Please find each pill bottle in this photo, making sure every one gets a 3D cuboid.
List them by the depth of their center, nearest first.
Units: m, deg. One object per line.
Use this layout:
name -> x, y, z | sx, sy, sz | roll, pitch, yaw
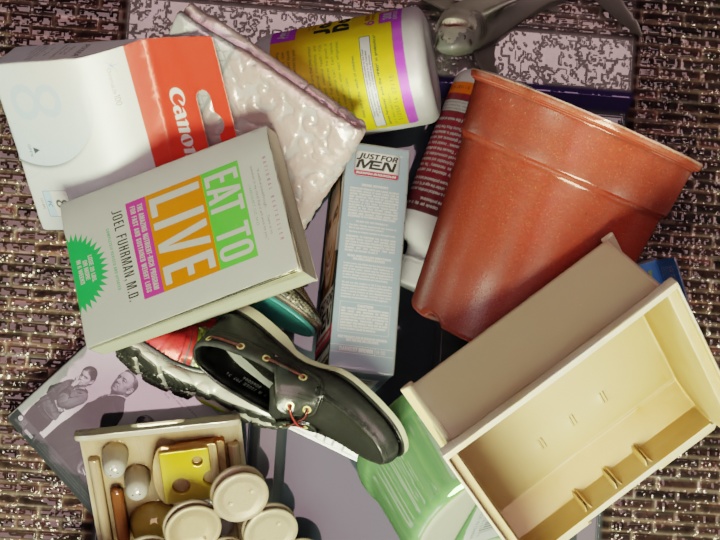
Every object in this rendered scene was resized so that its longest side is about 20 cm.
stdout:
pill bottle -> -0.032, -0.167, 1.201 | 0.197, 0.104, 0.106 | -9, 89, 9
pill bottle -> 0.102, -0.069, 1.212 | 0.112, 0.113, 0.202 | 23, 87, -3

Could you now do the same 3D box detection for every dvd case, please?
dvd case -> -0.200, 0.122, 1.228 | 0.200, 0.025, 0.151 | -42, 91, -2

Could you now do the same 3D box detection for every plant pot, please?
plant pot -> 0.142, -0.033, 1.079 | 0.199, 0.201, 0.197 | 23, 97, -3

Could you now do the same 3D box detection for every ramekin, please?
ramekin -> 0.105, 0.171, 1.154 | 0.198, 0.201, 0.098 | -26, 54, -4

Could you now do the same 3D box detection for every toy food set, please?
toy food set -> -0.166, 0.220, 1.181 | 0.142, 0.061, 0.202 | -6, 116, -5

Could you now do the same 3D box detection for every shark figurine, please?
shark figurine -> 0.145, -0.225, 1.251 | 0.212, 0.128, 0.091 | -19, 116, -21

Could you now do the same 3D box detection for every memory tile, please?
memory tile -> -0.139, 0.269, 1.176 | 0.199, 0.017, 0.154 | -36, 122, 2

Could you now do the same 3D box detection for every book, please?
book -> -0.148, -0.025, 1.128 | 0.198, 0.048, 0.135 | -20, 73, 13

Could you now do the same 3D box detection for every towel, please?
towel -> -0.115, -0.107, 1.179 | 0.190, 0.032, 0.201 | 35, 130, -2

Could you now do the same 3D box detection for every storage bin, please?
storage bin -> 0.165, 0.113, 1.002 | 0.199, 0.094, 0.199 | -36, 125, -2

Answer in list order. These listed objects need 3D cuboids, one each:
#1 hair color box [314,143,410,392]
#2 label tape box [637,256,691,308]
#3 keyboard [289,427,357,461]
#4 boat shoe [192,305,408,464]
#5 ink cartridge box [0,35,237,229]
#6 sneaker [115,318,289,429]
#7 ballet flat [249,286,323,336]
hair color box -> 0.000, 0.000, 1.186 | 0.060, 0.099, 0.203 | 8, 74, -9
label tape box -> 0.236, 0.068, 1.174 | 0.063, 0.200, 0.146 | -17, 89, -5
keyboard -> -0.022, 0.138, 1.249 | 0.198, 0.011, 0.057 | 26, 87, -2
boat shoe -> -0.051, 0.104, 1.104 | 0.200, 0.074, 0.063 | 32, 52, 21
ink cartridge box -> -0.205, -0.115, 1.155 | 0.198, 0.047, 0.162 | 1, 120, 22
sneaker -> -0.138, 0.072, 1.193 | 0.198, 0.077, 0.086 | 25, 69, -5
ballet flat -> -0.117, -0.004, 1.184 | 0.198, 0.068, 0.076 | 15, 64, 14
